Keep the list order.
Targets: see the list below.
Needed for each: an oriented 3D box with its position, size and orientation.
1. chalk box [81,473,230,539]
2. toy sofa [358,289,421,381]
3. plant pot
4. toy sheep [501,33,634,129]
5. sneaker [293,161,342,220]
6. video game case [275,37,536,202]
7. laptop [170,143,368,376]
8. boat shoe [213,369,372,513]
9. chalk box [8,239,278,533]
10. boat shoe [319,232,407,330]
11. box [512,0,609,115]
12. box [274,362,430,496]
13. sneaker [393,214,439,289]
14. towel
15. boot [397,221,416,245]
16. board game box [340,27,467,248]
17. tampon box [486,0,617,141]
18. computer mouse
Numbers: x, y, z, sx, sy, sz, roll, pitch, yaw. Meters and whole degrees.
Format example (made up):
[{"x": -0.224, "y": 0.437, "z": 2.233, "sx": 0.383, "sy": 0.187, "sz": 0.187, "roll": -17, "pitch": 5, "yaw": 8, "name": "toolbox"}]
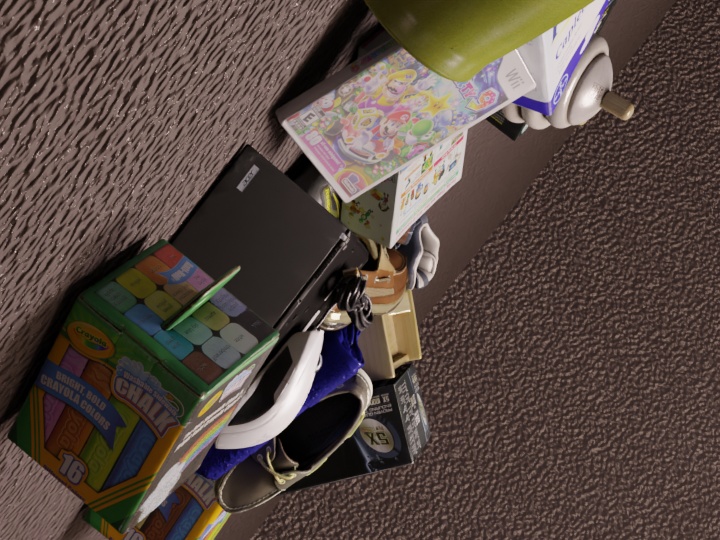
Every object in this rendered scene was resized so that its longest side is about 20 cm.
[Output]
[{"x": -0.180, "y": 0.209, "z": 1.828, "sx": 0.201, "sy": 0.124, "sz": 0.125, "roll": -55, "pitch": 173, "yaw": 17, "name": "chalk box"}, {"x": 0.000, "y": 0.073, "z": 1.844, "sx": 0.096, "sy": 0.084, "sz": 0.200, "roll": -10, "pitch": -178, "yaw": 11, "name": "toy sofa"}, {"x": 0.100, "y": -0.252, "z": 1.285, "sx": 0.193, "sy": 0.201, "sz": 0.200, "roll": -42, "pitch": 177, "yaw": 24, "name": "plant pot"}, {"x": 0.180, "y": -0.199, "z": 1.667, "sx": 0.138, "sy": 0.199, "sz": 0.139, "roll": -49, "pitch": 155, "yaw": -34, "name": "toy sheep"}, {"x": -0.044, "y": -0.045, "z": 1.688, "sx": 0.085, "sy": 0.074, "sz": 0.200, "roll": -51, "pitch": 172, "yaw": -13, "name": "sneaker"}, {"x": 0.042, "y": -0.146, "z": 1.453, "sx": 0.199, "sy": 0.018, "sz": 0.143, "roll": -31, "pitch": 145, "yaw": 7, "name": "video game case"}, {"x": -0.094, "y": 0.011, "z": 1.484, "sx": 0.178, "sy": 0.103, "sz": 0.200, "roll": -52, "pitch": 169, "yaw": -2, "name": "laptop"}, {"x": -0.071, "y": 0.172, "z": 1.696, "sx": 0.201, "sy": 0.072, "sz": 0.060, "roll": -42, "pitch": -171, "yaw": 9, "name": "boat shoe"}, {"x": -0.157, "y": 0.071, "z": 1.302, "sx": 0.201, "sy": 0.124, "sz": 0.125, "roll": -58, "pitch": 170, "yaw": 30, "name": "chalk box"}, {"x": 0.000, "y": 0.000, "z": 1.662, "sx": 0.200, "sy": 0.075, "sz": 0.075, "roll": -29, "pitch": 143, "yaw": -64, "name": "boat shoe"}, {"x": 0.157, "y": -0.270, "z": 1.517, "sx": 0.185, "sy": 0.104, "sz": 0.200, "roll": -62, "pitch": 162, "yaw": -15, "name": "box"}, {"x": -0.020, "y": 0.167, "z": 1.825, "sx": 0.162, "sy": 0.087, "sz": 0.200, "roll": -14, "pitch": -179, "yaw": 7, "name": "box"}, {"x": -0.003, "y": -0.004, "z": 1.864, "sx": 0.203, "sy": 0.146, "sz": 0.077, "roll": -55, "pitch": 173, "yaw": 31, "name": "sneaker"}, {"x": -0.084, "y": 0.109, "z": 1.677, "sx": 0.199, "sy": 0.050, "sz": 0.148, "roll": -39, "pitch": -164, "yaw": 12, "name": "towel"}, {"x": 0.016, "y": -0.121, "z": 1.781, "sx": 0.075, "sy": 0.096, "sz": 0.202, "roll": 114, "pitch": -13, "yaw": -47, "name": "boot"}, {"x": 0.049, "y": -0.145, "z": 1.625, "sx": 0.148, "sy": 0.064, "sz": 0.202, "roll": -44, "pitch": 149, "yaw": -44, "name": "board game box"}, {"x": 0.185, "y": -0.271, "z": 1.847, "sx": 0.150, "sy": 0.126, "sz": 0.200, "roll": -48, "pitch": 171, "yaw": -29, "name": "tampon box"}, {"x": -0.052, "y": 0.089, "z": 1.510, "sx": 0.200, "sy": 0.044, "sz": 0.110, "roll": -50, "pitch": 169, "yaw": -15, "name": "computer mouse"}]
